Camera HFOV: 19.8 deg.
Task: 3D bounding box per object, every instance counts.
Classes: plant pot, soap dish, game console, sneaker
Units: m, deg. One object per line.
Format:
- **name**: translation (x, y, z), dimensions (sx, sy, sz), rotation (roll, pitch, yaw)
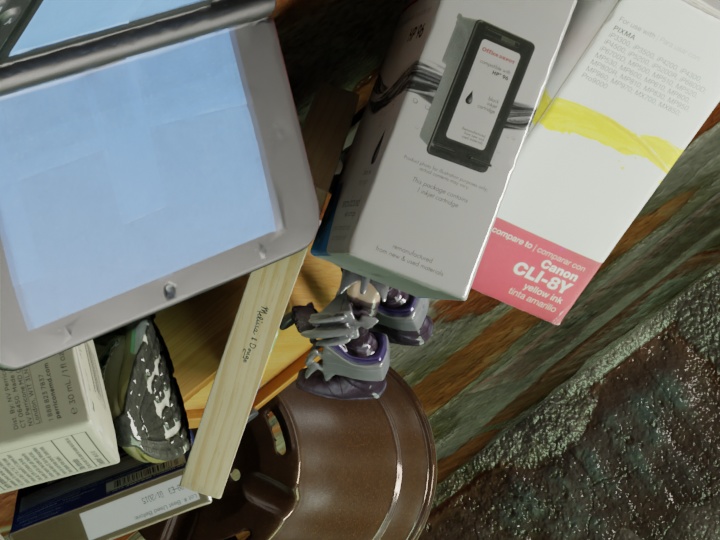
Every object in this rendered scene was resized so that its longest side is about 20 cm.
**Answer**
- **plant pot**: translation (-0.071, 0.146, 1.556), dimensions (0.200, 0.200, 0.198), rotation (-39, 159, 15)
- **soap dish**: translation (-0.081, 0.035, 1.318), dimensions (0.157, 0.081, 0.200), rotation (-39, 167, 14)
- **game console**: translation (-0.071, -0.076, 0.824), dimensions (0.200, 0.119, 0.172), rotation (-25, 164, -45)
- **sneaker**: translation (-0.147, 0.063, 1.131), dimensions (0.088, 0.077, 0.200), rotation (-19, -163, -4)

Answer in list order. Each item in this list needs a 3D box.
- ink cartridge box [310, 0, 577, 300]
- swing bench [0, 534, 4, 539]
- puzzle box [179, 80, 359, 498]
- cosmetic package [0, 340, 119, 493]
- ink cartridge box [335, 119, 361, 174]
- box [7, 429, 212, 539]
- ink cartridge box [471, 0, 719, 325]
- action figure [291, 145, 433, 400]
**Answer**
- **ink cartridge box**: translation (0.046, -0.090, 1.035), dimensions (0.116, 0.068, 0.200), rotation (180, -69, -80)
- **swing bench**: translation (-0.263, 0.180, 1.080), dimensions (0.200, 0.199, 0.130), rotation (-28, 166, -35)
- **puzzle box**: translation (-0.049, 0.010, 1.128), dimensions (0.133, 0.025, 0.200), rotation (-76, -174, -62)
- **cosmetic package**: translation (-0.218, 0.071, 0.937), dimensions (0.200, 0.071, 0.105), rotation (-14, 165, -4)
- **ink cartridge box**: translation (0.066, -0.080, 1.320), dimensions (0.116, 0.067, 0.200), rotation (-40, 168, 18)
- **box**: translation (-0.160, 0.136, 1.317), dimensions (0.121, 0.032, 0.200), rotation (-21, -170, -5)
- **ink cartridge box**: translation (0.117, -0.095, 1.110), dimensions (0.200, 0.083, 0.145), rotation (-57, -161, 28)
- **action figure**: translation (0.000, 0.000, 1.174), dimensions (0.200, 0.069, 0.130), rotation (88, 22, -57)
